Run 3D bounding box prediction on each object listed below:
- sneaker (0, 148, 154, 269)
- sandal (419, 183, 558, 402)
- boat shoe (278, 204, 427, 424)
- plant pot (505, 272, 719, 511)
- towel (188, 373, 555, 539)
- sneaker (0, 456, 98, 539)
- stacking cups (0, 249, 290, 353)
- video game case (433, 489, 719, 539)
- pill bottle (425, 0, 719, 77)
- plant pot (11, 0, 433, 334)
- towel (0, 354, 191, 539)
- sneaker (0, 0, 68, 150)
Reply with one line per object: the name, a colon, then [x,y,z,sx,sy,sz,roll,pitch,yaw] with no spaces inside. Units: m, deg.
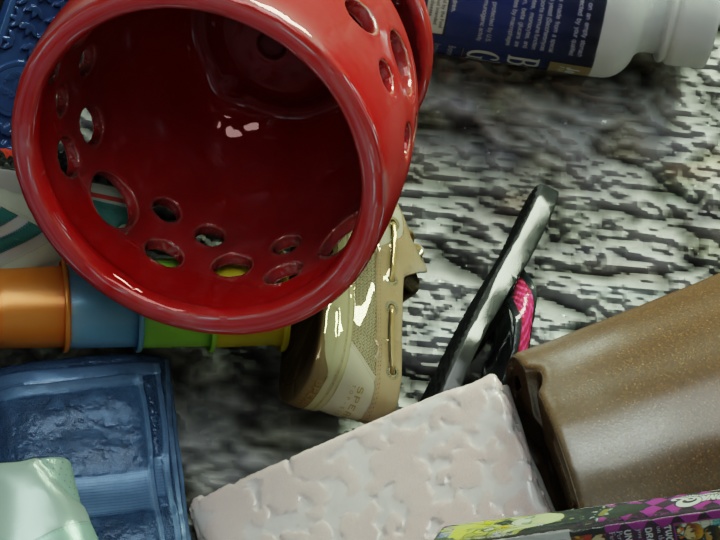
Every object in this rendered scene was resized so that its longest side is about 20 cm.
sneaker: [-0.211,-0.024,1.580,0.199,0.094,0.070,9,15,-18]
sandal: [0.078,0.037,1.602,0.045,0.075,0.200,30,58,-2]
boat shoe: [0.000,0.000,1.618,0.064,0.071,0.200,21,54,-17]
plant pot: [0.191,0.089,1.525,0.198,0.200,0.201,-16,63,-6]
towel: [0.020,0.175,1.496,0.191,0.032,0.200,-24,63,11]
sneaker: [-0.221,0.162,1.467,0.200,0.074,0.119,-19,67,9]
stacking cups: [-0.139,0.021,1.558,0.199,0.061,0.061,-4,61,-12]
video game case: [0.141,0.209,1.392,0.181,0.036,0.201,-10,101,16]
pill bottle: [0.110,-0.174,1.701,0.199,0.111,0.111,9,60,-1]
plant pot: [-0.059,-0.094,1.512,0.200,0.201,0.183,22,34,6]
towel: [-0.146,0.139,1.528,0.111,0.049,0.201,-4,61,-8]
sneaker: [-0.218,-0.101,1.651,0.070,0.078,0.200,36,79,-24]
